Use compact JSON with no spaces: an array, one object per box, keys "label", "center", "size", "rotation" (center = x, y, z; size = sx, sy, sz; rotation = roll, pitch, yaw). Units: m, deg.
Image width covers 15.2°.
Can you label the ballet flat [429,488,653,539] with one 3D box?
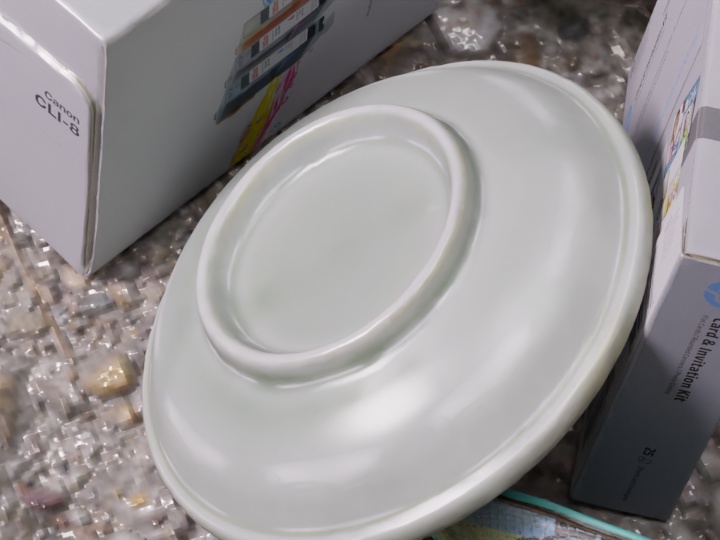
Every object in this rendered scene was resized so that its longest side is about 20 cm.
[{"label":"ballet flat","center":[0.106,0.127,0.896],"size":[0.198,0.074,0.075],"rotation":[16,55,8]}]

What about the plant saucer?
[{"label":"plant saucer","center":[0.000,0.000,0.914],"size":[0.199,0.050,0.201],"rotation":[-21,46,23]}]

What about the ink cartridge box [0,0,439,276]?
[{"label":"ink cartridge box","center":[-0.077,-0.131,0.999],"size":[0.145,0.145,0.200],"rotation":[41,59,18]}]

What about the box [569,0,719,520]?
[{"label":"box","center":[0.120,-0.037,0.953],"size":[0.041,0.156,0.201],"rotation":[12,54,-3]}]
